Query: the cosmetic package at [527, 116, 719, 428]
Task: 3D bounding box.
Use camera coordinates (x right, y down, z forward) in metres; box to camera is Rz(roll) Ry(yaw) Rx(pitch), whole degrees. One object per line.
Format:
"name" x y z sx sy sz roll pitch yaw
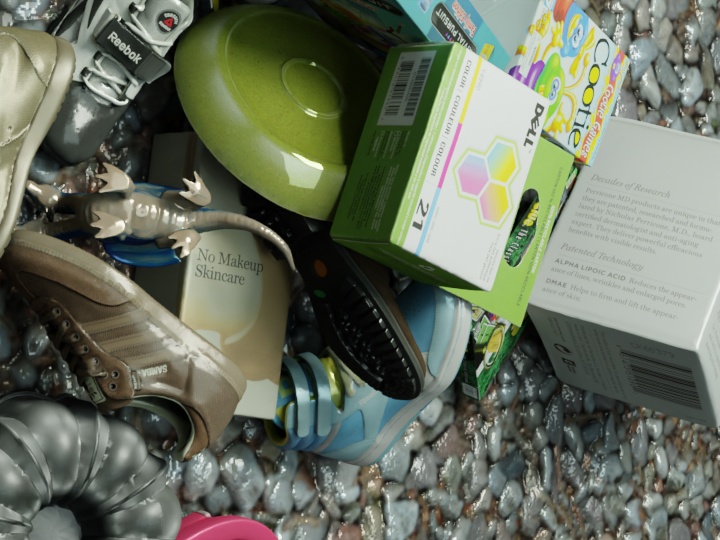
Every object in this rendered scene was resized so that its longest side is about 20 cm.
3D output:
"cosmetic package" 0.270 0.001 1.443 0.202 0.163 0.165 -64 151 -21

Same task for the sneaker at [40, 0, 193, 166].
"sneaker" -0.166 -0.168 1.130 0.074 0.088 0.202 32 72 -39

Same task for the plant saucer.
"plant saucer" -0.040 -0.125 1.171 0.198 0.031 0.202 21 45 -22

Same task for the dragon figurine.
"dragon figurine" -0.147 -0.035 1.115 0.197 0.099 0.060 5 84 -19

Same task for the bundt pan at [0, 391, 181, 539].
"bundt pan" -0.204 0.180 1.088 0.200 0.075 0.205 6 79 -34

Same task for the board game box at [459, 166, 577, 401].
"board game box" 0.140 0.009 1.417 0.201 0.023 0.105 -55 155 -29

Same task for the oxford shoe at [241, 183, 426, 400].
"oxford shoe" 0.000 0.000 1.177 0.084 0.072 0.202 -36 100 -42

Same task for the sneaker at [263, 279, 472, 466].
"sneaker" -0.006 0.074 1.236 0.129 0.080 0.201 8 126 -36

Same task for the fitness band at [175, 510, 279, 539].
"fitness band" -0.133 0.269 1.212 0.199 0.037 0.145 -30 114 -36

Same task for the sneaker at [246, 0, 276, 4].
"sneaker" -0.045 -0.296 1.246 0.080 0.076 0.203 23 78 -51

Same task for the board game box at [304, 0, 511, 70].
"board game box" 0.010 -0.204 1.171 0.047 0.150 0.200 -59 152 -3

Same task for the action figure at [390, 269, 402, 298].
"action figure" 0.044 -0.013 1.307 0.198 0.119 0.103 19 41 -35

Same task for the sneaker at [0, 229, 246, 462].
"sneaker" -0.168 0.051 1.080 0.199 0.070 0.076 35 66 -15

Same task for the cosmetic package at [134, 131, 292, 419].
"cosmetic package" -0.109 0.005 1.196 0.104 0.071 0.203 9 85 -41

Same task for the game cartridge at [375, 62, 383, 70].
"game cartridge" 0.037 -0.096 1.265 0.199 0.042 0.134 33 39 -8

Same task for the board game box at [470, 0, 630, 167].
"board game box" 0.133 -0.172 1.335 0.200 0.102 0.106 24 86 -60

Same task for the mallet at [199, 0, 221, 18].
"mallet" -0.122 -0.230 1.202 0.065 0.041 0.203 -2 97 -43

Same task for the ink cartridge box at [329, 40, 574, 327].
"ink cartridge box" 0.092 -0.056 1.157 0.199 0.075 0.150 25 79 -36

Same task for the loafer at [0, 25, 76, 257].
"loafer" -0.256 -0.073 1.064 0.067 0.076 0.202 28 73 -30
